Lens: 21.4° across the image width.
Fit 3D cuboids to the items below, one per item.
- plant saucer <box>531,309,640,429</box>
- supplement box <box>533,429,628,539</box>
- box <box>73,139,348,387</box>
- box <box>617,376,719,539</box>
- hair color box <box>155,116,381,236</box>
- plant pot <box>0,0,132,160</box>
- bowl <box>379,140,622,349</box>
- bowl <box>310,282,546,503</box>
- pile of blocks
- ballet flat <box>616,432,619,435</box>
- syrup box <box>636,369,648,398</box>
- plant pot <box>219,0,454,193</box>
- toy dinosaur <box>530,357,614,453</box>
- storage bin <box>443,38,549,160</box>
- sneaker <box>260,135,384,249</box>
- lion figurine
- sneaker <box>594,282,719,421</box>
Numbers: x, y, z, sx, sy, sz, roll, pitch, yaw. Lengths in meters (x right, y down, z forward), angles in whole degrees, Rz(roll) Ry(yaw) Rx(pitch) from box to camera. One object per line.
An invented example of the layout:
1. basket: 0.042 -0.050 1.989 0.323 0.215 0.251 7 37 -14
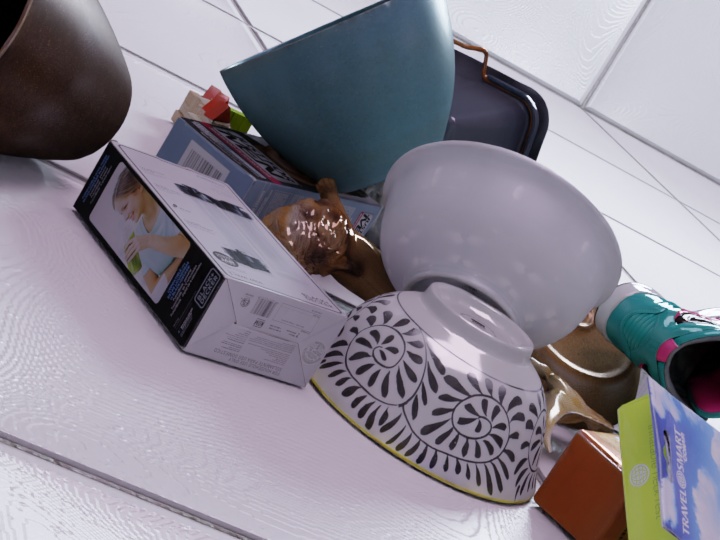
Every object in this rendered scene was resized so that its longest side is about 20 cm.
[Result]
1. plant saucer: 0.177 0.041 1.641 0.199 0.035 0.201 24 46 -28
2. supplement box: 0.214 0.168 1.417 0.069 0.067 0.200 41 17 32
3. box: -0.108 -0.007 1.338 0.116 0.060 0.200 19 19 -41
4. box: 0.243 0.170 1.333 0.200 0.048 0.123 35 42 -39
5. hair color box: -0.079 -0.068 1.615 0.099 0.061 0.200 40 15 28
6. plant pot: -0.254 -0.159 1.362 0.187 0.187 0.200 40 1 31
7. bowl: 0.093 0.002 1.460 0.200 0.091 0.202 20 -32 13
8. bowl: 0.064 0.070 1.374 0.200 0.095 0.201 29 13 -8
9. pile of blocks: -0.125 -0.125 1.710 0.082 0.062 0.200 29 14 -11
10. ballet flat: 0.258 0.152 1.601 0.069 0.070 0.200 36 18 18
11. syrup box: 0.226 0.065 1.777 0.199 0.079 0.082 25 15 -26
12. plant pot: -0.001 -0.144 1.594 0.200 0.199 0.135 -59 126 -76
13. toy dinosaur: 0.153 0.103 1.500 0.101 0.058 0.200 28 4 21
14. storage bin: 0.052 -0.143 1.738 0.199 0.146 0.134 30 22 27
15. sneaker: -0.017 -0.071 1.761 0.115 0.074 0.200 11 18 -47
16. lion figurine: 0.000 0.000 1.534 0.199 0.073 0.123 31 21 -22
17. sneaker: 0.301 0.078 1.609 0.199 0.084 0.121 16 22 -37
